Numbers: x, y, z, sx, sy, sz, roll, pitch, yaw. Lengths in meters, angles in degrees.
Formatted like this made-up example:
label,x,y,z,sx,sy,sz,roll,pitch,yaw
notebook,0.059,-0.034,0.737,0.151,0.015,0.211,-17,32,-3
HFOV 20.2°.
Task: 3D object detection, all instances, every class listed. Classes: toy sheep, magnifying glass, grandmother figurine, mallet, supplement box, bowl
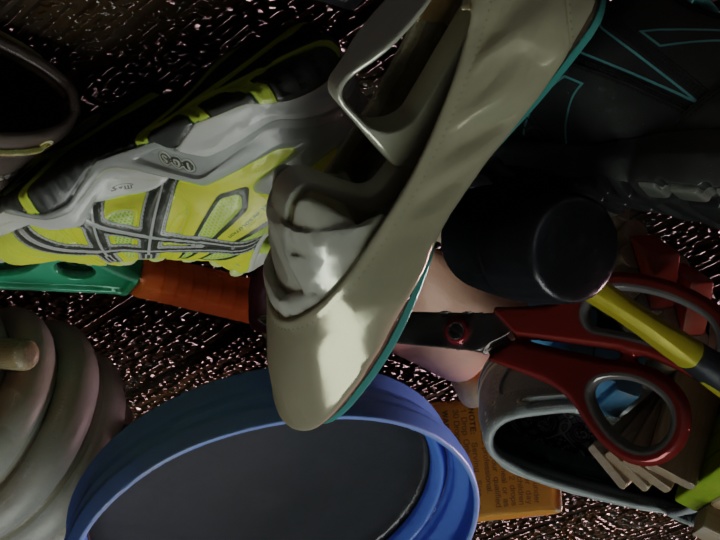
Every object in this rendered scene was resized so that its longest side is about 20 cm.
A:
label,x,y,z,sx,sy,sz,roll,pitch,yaw
toy sheep,-0.171,0.084,1.006,0.137,0.138,0.200,-18,132,39
magnifying glass,-0.125,-0.002,0.940,0.199,0.023,0.080,12,154,-19
grandmother figurine,0.000,0.000,0.891,0.121,0.061,0.200,-40,135,19
mallet,0.111,0.026,0.756,0.200,0.041,0.066,34,169,-35
supplement box,0.001,0.105,1.047,0.199,0.069,0.067,-7,174,-10
bowl,-0.044,0.119,0.951,0.199,0.040,0.201,-11,138,-10

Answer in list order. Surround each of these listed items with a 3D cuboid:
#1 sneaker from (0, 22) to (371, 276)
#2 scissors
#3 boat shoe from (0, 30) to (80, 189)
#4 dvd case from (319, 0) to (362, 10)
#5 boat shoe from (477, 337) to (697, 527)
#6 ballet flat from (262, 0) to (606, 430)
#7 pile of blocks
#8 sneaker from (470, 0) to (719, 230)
label,x,y,z,sx,sy,sz,roll,pitch,yaw
sneaker,-0.075,-0.027,0.788,0.199,0.076,0.077,-15,118,39
scissors,0.054,0.020,0.826,0.199,0.074,0.014,19,-173,23
boat shoe,-0.191,-0.079,0.725,0.059,0.072,0.199,-24,148,36
dvd case,-0.061,-0.144,0.624,0.199,0.016,0.149,14,154,-21
boat shoe,0.146,0.085,0.888,0.199,0.072,0.070,13,122,2
ballet flat,0.006,-0.037,0.695,0.069,0.070,0.201,22,107,-35
pile of blocks,0.125,0.035,0.825,0.200,0.082,0.062,47,148,7
sneaker,0.092,-0.060,0.729,0.199,0.080,0.075,10,170,42
